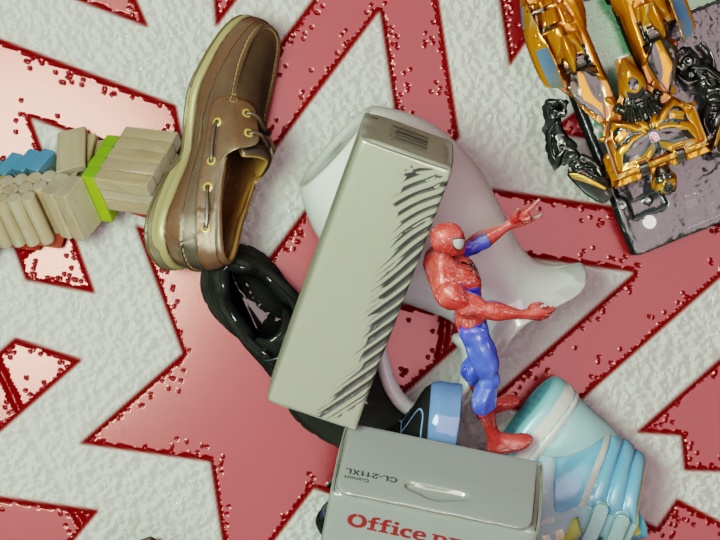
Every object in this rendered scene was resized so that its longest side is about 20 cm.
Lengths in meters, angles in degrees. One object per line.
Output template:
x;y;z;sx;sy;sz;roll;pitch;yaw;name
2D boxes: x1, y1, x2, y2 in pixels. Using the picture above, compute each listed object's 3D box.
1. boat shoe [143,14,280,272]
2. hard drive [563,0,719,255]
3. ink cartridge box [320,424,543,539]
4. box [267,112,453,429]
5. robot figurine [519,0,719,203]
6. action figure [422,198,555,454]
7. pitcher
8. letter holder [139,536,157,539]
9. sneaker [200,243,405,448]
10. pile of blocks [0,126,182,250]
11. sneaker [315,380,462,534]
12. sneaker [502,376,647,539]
-0.092;-0.090;1.713;0.067;0.072;0.201;8;72;31;boat shoe
0.230;-0.128;1.753;0.139;0.038;0.201;-22;91;-1;hard drive
0.040;0.219;1.652;0.145;0.083;0.200;12;124;1;ink cartridge box
0.000;0.000;1.618;0.068;0.082;0.201;19;109;-3;box
0.188;-0.148;1.705;0.145;0.058;0.201;-22;90;1;robot figurine
0.103;0.032;1.634;0.099;0.065;0.200;-22;132;2;action figure
0.038;-0.005;1.711;0.200;0.121;0.172;42;84;-10;pitcher
-0.167;0.317;1.689;0.142;0.101;0.200;-24;72;2;letter holder
-0.043;0.064;1.723;0.200;0.091;0.076;43;89;-2;sneaker
-0.223;-0.053;1.745;0.199;0.082;0.062;-11;133;8;pile of blocks
0.015;0.160;1.705;0.078;0.070;0.200;17;116;-5;sneaker
0.135;0.193;1.733;0.130;0.080;0.200;35;96;-5;sneaker
